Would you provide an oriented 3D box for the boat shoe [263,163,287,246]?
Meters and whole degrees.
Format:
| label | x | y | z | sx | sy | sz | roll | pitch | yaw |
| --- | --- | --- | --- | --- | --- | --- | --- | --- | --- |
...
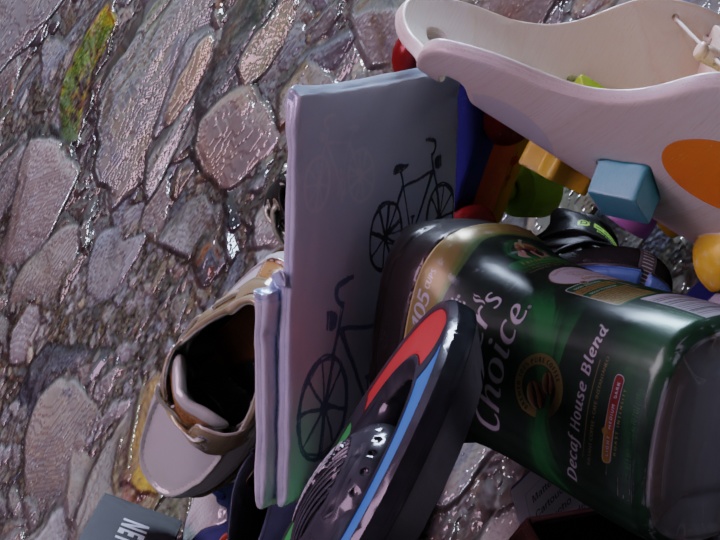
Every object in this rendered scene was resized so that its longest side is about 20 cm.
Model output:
| label | x | y | z | sx | sy | sz | roll | pitch | yaw |
| --- | --- | --- | --- | --- | --- | --- | --- | --- | --- |
| boat shoe | -0.017 | -0.034 | 1.673 | 0.063 | 0.071 | 0.200 | -33 | 4 | 9 |

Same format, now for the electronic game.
| label | x | y | z | sx | sy | sz | roll | pitch | yaw |
| --- | --- | --- | --- | --- | --- | --- | --- | --- | --- |
| electronic game | -0.005 | 0.102 | 1.285 | 0.201 | 0.041 | 0.200 | -60 | 6 | 10 |

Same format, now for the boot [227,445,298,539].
| label | x | y | z | sx | sy | sz | roll | pitch | yaw |
| --- | --- | --- | --- | --- | --- | --- | --- | --- | --- |
| boot | -0.011 | 0.093 | 1.604 | 0.075 | 0.097 | 0.201 | -26 | 48 | 48 |

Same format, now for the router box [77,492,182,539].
| label | x | y | z | sx | sy | sz | roll | pitch | yaw |
| --- | --- | --- | --- | --- | --- | --- | --- | --- | --- |
| router box | -0.156 | 0.224 | 1.642 | 0.200 | 0.052 | 0.158 | -73 | 3 | -80 |

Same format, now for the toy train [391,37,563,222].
| label | x | y | z | sx | sy | sz | roll | pitch | yaw |
| --- | --- | --- | --- | --- | --- | --- | --- | --- | --- |
| toy train | 0.059 | -0.036 | 1.578 | 0.085 | 0.115 | 0.201 | 36 | 120 | 34 |

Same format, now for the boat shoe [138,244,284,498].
| label | x | y | z | sx | sy | sz | roll | pitch | yaw |
| --- | --- | --- | --- | --- | --- | --- | --- | --- | --- |
| boat shoe | -0.078 | 0.060 | 1.620 | 0.075 | 0.068 | 0.200 | 45 | 132 | 14 |

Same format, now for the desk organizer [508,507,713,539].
| label | x | y | z | sx | sy | sz | roll | pitch | yaw |
| --- | --- | --- | --- | --- | --- | --- | --- | --- | --- |
| desk organizer | 0.129 | 0.170 | 1.275 | 0.077 | 0.071 | 0.200 | -54 | 35 | 18 |

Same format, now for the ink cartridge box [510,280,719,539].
| label | x | y | z | sx | sy | sz | roll | pitch | yaw |
| --- | --- | --- | --- | --- | --- | --- | --- | --- | --- |
| ink cartridge box | 0.149 | 0.083 | 1.409 | 0.200 | 0.040 | 0.201 | -47 | 34 | 30 |

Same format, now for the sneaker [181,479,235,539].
| label | x | y | z | sx | sy | sz | roll | pitch | yaw |
| --- | --- | --- | --- | --- | --- | --- | --- | --- | --- |
| sneaker | -0.063 | 0.078 | 1.710 | 0.201 | 0.088 | 0.075 | -61 | 32 | 11 |

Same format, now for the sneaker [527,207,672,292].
| label | x | y | z | sx | sy | sz | roll | pitch | yaw |
| --- | --- | --- | --- | --- | --- | --- | --- | --- | --- |
| sneaker | 0.101 | 0.004 | 1.496 | 0.083 | 0.071 | 0.200 | -59 | 12 | -12 |

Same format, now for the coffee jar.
| label | x | y | z | sx | sy | sz | roll | pitch | yaw |
| --- | --- | --- | --- | --- | --- | --- | --- | --- | --- |
| coffee jar | 0.090 | 0.044 | 1.350 | 0.200 | 0.085 | 0.105 | 22 | 110 | 47 |

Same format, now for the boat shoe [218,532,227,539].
| label | x | y | z | sx | sy | sz | roll | pitch | yaw |
| --- | --- | --- | --- | --- | --- | --- | --- | --- | --- |
| boat shoe | -0.094 | 0.224 | 1.581 | 0.071 | 0.062 | 0.201 | -10 | 55 | 56 |

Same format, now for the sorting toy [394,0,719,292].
| label | x | y | z | sx | sy | sz | roll | pitch | yaw |
| --- | --- | --- | --- | --- | --- | --- | --- | --- | --- |
| sorting toy | 0.105 | -0.082 | 1.423 | 0.200 | 0.179 | 0.107 | -109 | 42 | -74 |

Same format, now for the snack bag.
| label | x | y | z | sx | sy | sz | roll | pitch | yaw |
| --- | --- | --- | --- | --- | --- | --- | --- | --- | --- |
| snack bag | 0.000 | 0.000 | 1.432 | 0.021 | 0.188 | 0.201 | 7 | 101 | 26 |
